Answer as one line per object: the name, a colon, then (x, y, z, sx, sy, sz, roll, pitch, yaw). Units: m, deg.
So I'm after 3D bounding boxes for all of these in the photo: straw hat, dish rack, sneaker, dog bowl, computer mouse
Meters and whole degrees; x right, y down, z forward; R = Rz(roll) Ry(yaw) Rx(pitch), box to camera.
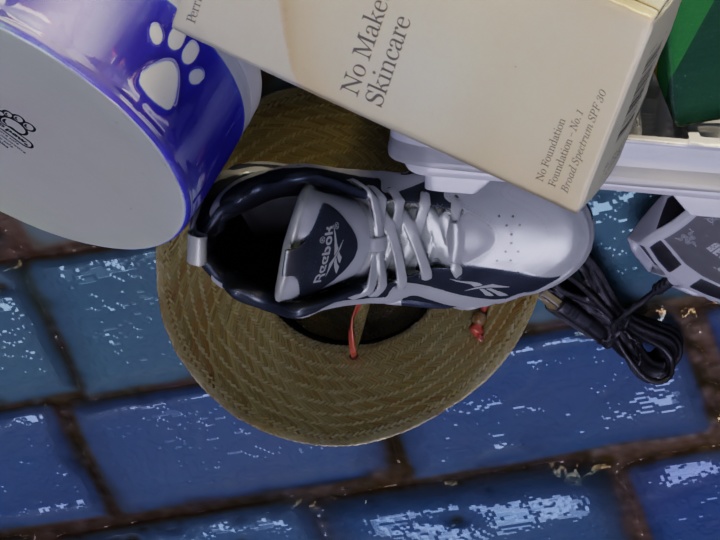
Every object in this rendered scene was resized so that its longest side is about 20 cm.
straw hat: (0.000, 0.000, 1.546, 0.201, 0.201, 0.085, -2, 174, 8)
dish rack: (0.107, -0.065, 1.421, 0.200, 0.172, 0.044, 6, 105, 3)
sneaker: (0.007, -0.013, 1.429, 0.199, 0.130, 0.080, 9, 104, 10)
dog bowl: (-0.152, -0.098, 1.425, 0.200, 0.079, 0.200, 23, 156, 11)
computer mouse: (0.182, -0.017, 1.546, 0.110, 0.044, 0.200, 37, 133, -20)

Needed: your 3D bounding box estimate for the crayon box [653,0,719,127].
crayon box: (0.143, -0.181, 1.330, 0.051, 0.127, 0.200, -11, 132, -3)

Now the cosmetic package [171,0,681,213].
cosmetic package: (0.031, -0.118, 1.293, 0.200, 0.073, 0.104, 24, 120, 10)
